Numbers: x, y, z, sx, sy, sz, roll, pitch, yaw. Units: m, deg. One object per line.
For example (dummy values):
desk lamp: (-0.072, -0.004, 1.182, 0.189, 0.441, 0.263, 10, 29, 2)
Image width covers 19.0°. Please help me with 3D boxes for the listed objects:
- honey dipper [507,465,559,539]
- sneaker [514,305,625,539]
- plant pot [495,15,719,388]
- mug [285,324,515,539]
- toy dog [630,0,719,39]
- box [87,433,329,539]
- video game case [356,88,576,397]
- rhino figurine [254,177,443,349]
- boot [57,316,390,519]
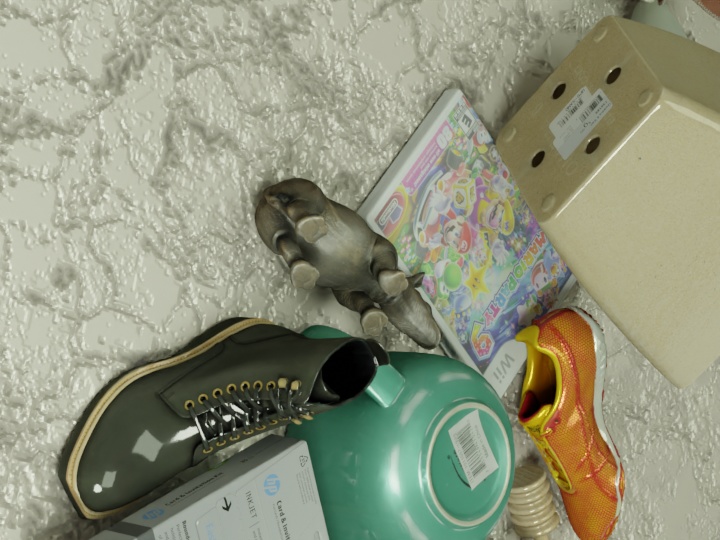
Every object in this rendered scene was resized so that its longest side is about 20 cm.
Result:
honey dipper: (0.153, 0.250, 1.710, 0.038, 0.038, 0.201, -34, 117, -38)
sneaker: (0.157, 0.126, 1.691, 0.077, 0.073, 0.202, -21, 109, -24)
plant pot: (0.220, -0.073, 1.624, 0.177, 0.200, 0.200, 33, 109, -29)
mug: (0.027, 0.131, 1.530, 0.184, 0.114, 0.153, 18, 78, -42)
toy dog: (0.258, -0.200, 1.762, 0.131, 0.096, 0.202, -18, 103, -43)
box: (-0.100, 0.218, 1.404, 0.199, 0.041, 0.157, -28, 113, -38)
video game case: (0.085, -0.017, 1.651, 0.144, 0.018, 0.200, -54, 125, -30)
rhino figurine: (0.000, 0.000, 1.529, 0.060, 0.088, 0.200, -46, 129, 9)
boot: (-0.089, 0.092, 1.403, 0.200, 0.138, 0.078, -43, 118, -33)
